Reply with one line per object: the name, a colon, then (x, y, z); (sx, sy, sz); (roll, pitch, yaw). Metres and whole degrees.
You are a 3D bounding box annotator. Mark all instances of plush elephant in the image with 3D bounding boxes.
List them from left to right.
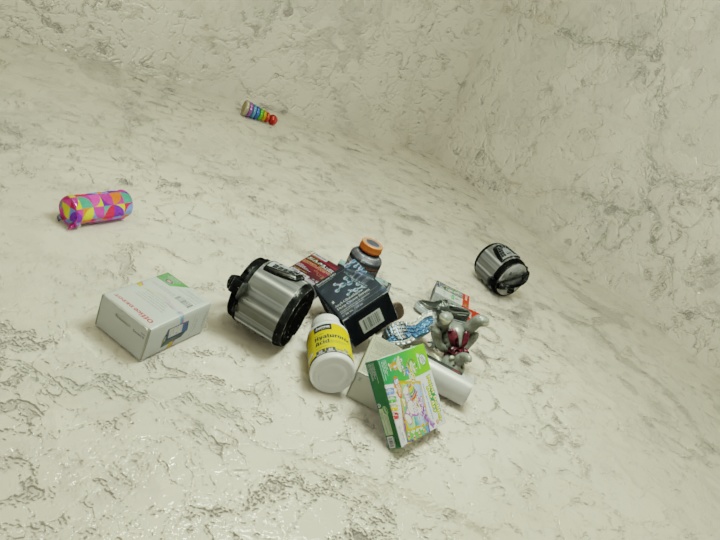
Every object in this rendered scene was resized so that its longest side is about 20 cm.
plush elephant: (0.269, 0.230, 1.680); (0.162, 0.200, 0.157); (10, 51, -28)

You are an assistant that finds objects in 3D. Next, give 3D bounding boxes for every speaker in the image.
speaker: (0.204, 0.284, 1.581); (0.198, 0.082, 0.081); (28, 24, 5)

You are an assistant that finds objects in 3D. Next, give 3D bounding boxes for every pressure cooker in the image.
pressure cooker: (-0.235, 0.069, 1.447); (0.198, 0.177, 0.179); (29, 49, 11)
pressure cooker: (0.589, 0.004, 2.416); (0.178, 0.176, 0.201); (37, 11, -44)

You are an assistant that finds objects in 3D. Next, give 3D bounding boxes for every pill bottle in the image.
pill bottle: (-0.077, 0.195, 1.442); (0.110, 0.112, 0.201); (17, 24, -18)
pill bottle: (0.000, 0.000, 1.803); (0.105, 0.202, 0.107); (21, 24, -10)

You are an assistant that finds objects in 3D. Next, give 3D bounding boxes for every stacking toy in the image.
stacking toy: (-0.534, -0.830, 3.128); (0.198, 0.086, 0.086); (19, 24, -32)

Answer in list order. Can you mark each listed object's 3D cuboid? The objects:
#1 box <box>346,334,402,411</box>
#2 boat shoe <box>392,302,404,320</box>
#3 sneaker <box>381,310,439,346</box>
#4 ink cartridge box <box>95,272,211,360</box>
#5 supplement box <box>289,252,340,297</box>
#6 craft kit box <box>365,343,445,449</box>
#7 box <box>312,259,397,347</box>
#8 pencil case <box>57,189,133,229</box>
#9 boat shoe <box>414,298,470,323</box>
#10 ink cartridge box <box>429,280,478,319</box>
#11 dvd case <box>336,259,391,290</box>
box: (0.039, 0.254, 1.478); (0.094, 0.079, 0.200); (28, 24, 3)
boat shoe: (0.036, 0.142, 1.736); (0.200, 0.076, 0.074); (-8, 0, -38)
sneaker: (0.145, 0.188, 1.740); (0.197, 0.087, 0.076); (-15, 66, -26)
ink cartridge box: (-0.455, 0.095, 1.299); (0.144, 0.088, 0.200); (32, 23, 15)
supplement box: (-0.147, 0.017, 1.797); (0.108, 0.062, 0.200); (30, 23, 10)
craft kit box: (0.110, 0.291, 1.380); (0.196, 0.048, 0.203); (-7, 79, -54)
box: (-0.016, 0.086, 1.620); (0.147, 0.108, 0.200); (-33, 38, -12)
pencil case: (-0.715, -0.168, 1.587); (0.088, 0.089, 0.199); (33, 27, 17)
boat shoe: (0.278, 0.127, 1.981); (0.197, 0.072, 0.072); (17, 25, -17)
ink cartridge box: (0.349, 0.117, 2.099); (0.198, 0.051, 0.109); (26, 24, 2)
dvd case: (0.004, 0.035, 1.958); (0.198, 0.022, 0.146); (27, 24, 1)
